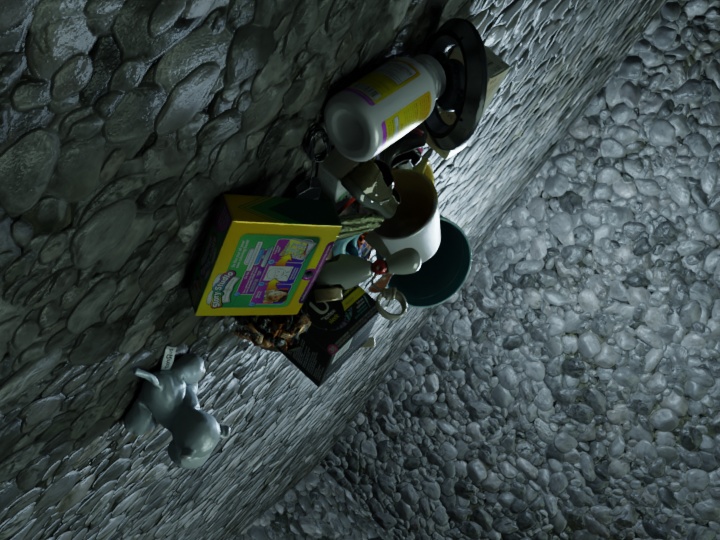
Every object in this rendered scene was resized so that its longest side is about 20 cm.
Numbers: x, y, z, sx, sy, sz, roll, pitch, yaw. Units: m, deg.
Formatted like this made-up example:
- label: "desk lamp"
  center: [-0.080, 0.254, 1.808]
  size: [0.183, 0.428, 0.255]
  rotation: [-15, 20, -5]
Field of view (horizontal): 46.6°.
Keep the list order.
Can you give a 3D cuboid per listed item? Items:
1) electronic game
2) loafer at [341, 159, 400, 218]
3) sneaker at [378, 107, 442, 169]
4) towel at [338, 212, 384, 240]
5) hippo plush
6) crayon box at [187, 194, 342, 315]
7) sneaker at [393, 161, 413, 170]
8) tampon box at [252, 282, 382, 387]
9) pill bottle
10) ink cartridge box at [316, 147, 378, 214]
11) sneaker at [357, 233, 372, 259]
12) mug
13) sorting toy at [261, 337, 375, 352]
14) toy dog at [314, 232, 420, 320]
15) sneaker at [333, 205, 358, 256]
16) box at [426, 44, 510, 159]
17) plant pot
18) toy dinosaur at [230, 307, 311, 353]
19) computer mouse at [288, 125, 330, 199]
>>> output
- label: "electronic game"
  center: [0.144, -0.291, 1.314]
  size: [0.041, 0.203, 0.201]
  rotation: [-1, 144, -23]
- label: "loafer"
  center: [0.033, -0.137, 1.372]
  size: [0.070, 0.075, 0.200]
  rotation: [-47, 168, 11]
- label: "sneaker"
  center: [0.088, -0.234, 1.486]
  size: [0.200, 0.084, 0.077]
  rotation: [-47, 168, -9]
- label: "towel"
  center: [-0.069, -0.061, 1.377]
  size: [0.147, 0.037, 0.198]
  rotation: [-16, 180, 42]
- label: "hippo plush"
  center: [-0.286, 0.235, 1.401]
  size: [0.159, 0.160, 0.201]
  rotation: [-36, 162, -43]
- label: "crayon box"
  center: [-0.143, -0.018, 1.218]
  size: [0.170, 0.059, 0.201]
  rotation: [2, 137, -30]
- label: "sneaker"
  center: [0.101, -0.174, 1.679]
  size: [0.076, 0.092, 0.200]
  rotation: [-49, 166, 7]
- label: "tampon box"
  center: [-0.089, 0.074, 1.512]
  size: [0.150, 0.199, 0.127]
  rotation: [-41, 166, -34]
- label: "pill bottle"
  center: [0.043, -0.250, 1.243]
  size: [0.199, 0.104, 0.105]
  rotation: [-39, 164, -36]
- label: "ink cartridge box"
  center: [-0.025, -0.148, 1.424]
  size: [0.109, 0.050, 0.201]
  rotation: [-45, 166, -23]
- label: "sneaker"
  center: [0.000, -0.063, 1.712]
  size: [0.078, 0.075, 0.201]
  rotation: [-31, 157, -43]
- label: "mug"
  center: [0.101, -0.097, 1.579]
  size: [0.186, 0.150, 0.154]
  rotation: [-39, 148, -6]
- label: "sorting toy"
  center: [-0.091, 0.120, 1.670]
  size: [0.195, 0.071, 0.200]
  rotation: [-1, 177, -16]
- label: "toy dog"
  center: [0.000, 0.000, 1.437]
  size: [0.096, 0.196, 0.134]
  rotation: [-59, 162, -84]
- label: "sneaker"
  center: [-0.050, -0.031, 1.607]
  size: [0.074, 0.082, 0.201]
  rotation: [-32, 160, -48]
- label: "box"
  center: [0.185, -0.317, 1.555]
  size: [0.077, 0.095, 0.201]
  rotation: [-36, 160, -41]
- label: "plant pot"
  center: [0.118, -0.050, 1.811]
  size: [0.201, 0.199, 0.188]
  rotation: [-50, -155, 9]
- label: "toy dinosaur"
  center: [-0.163, 0.086, 1.394]
  size: [0.198, 0.137, 0.102]
  rotation: [-27, -170, 29]
- label: "computer mouse"
  center: [-0.084, -0.148, 1.291]
  size: [0.058, 0.034, 0.202]
  rotation: [-20, 148, -31]
